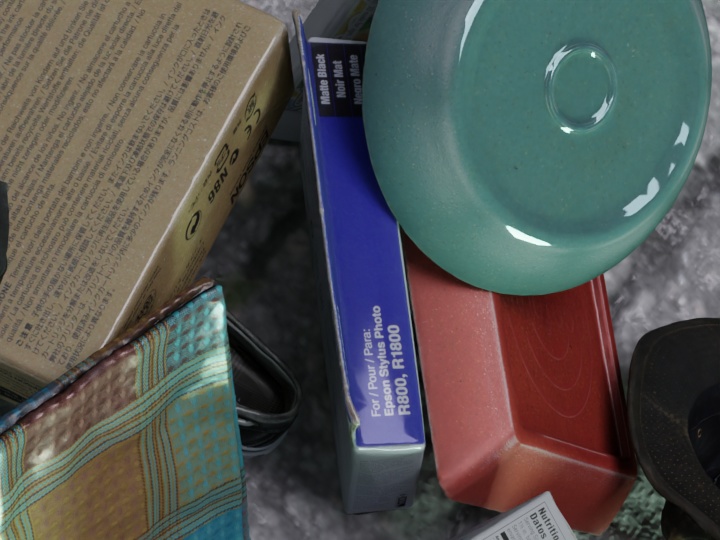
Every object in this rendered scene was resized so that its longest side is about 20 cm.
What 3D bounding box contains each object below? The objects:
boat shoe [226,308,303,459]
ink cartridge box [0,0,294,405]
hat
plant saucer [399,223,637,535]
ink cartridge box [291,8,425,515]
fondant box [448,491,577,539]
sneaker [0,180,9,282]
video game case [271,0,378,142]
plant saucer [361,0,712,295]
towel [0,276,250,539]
[{"bbox_3d":[-0.110,0.017,1.176,0.199,0.071,0.072,29,61,-11],"label":"boat shoe"},{"bbox_3d":[-0.145,-0.047,1.124,0.164,0.075,0.201,24,72,13],"label":"ink cartridge box"},{"bbox_3d":[0.208,0.113,1.310,0.199,0.081,0.201,19,40,-17],"label":"hat"},{"bbox_3d":[0.083,0.023,1.246,0.199,0.036,0.201,22,57,-60],"label":"plant saucer"},{"bbox_3d":[0.000,0.000,1.177,0.040,0.200,0.201,-7,74,-2],"label":"ink cartridge box"},{"bbox_3d":[-0.005,0.184,1.134,0.199,0.144,0.059,-26,84,-34],"label":"fondant box"},{"bbox_3d":[-0.190,0.010,0.994,0.111,0.076,0.201,43,30,-41],"label":"sneaker"},{"bbox_3d":[0.063,-0.119,1.251,0.181,0.200,0.023,6,56,-27],"label":"video game case"},{"bbox_3d":[0.094,-0.085,1.153,0.199,0.036,0.202,-6,102,-31],"label":"plant saucer"},{"bbox_3d":[-0.104,0.115,1.094,0.022,0.201,0.146,28,49,32],"label":"towel"}]
